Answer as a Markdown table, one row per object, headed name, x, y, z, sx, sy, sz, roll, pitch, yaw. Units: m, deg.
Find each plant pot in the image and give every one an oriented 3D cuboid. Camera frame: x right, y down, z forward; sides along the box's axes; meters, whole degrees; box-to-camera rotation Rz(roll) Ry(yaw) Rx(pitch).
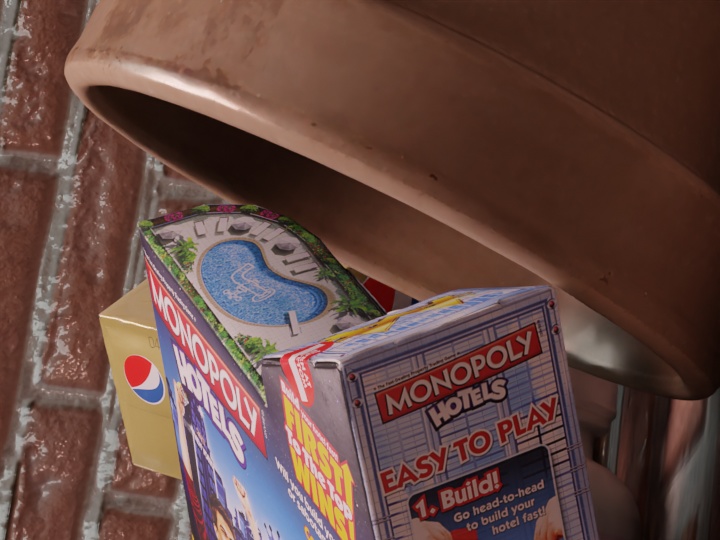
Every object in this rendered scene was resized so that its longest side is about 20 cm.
| name | x | y | z | sx | sy | sz | roll | pitch | yaw |
| --- | --- | --- | --- | --- | --- | --- | --- | --- | --- |
| plant pot | 0.042 | -0.085 | 0.736 | 0.200 | 0.199 | 0.176 | 115 | 180 | -85 |

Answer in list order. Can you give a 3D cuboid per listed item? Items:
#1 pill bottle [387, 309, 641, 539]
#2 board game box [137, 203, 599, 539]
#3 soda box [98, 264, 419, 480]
| name | x | y | z | sx | sy | sz | roll | pitch | yaw |
| --- | --- | --- | --- | --- | --- | --- | --- | --- | --- |
| pill bottle | 0.033 | 0.118 | 0.882 | 0.112 | 0.111 | 0.201 | 108 | 170 | -81 |
| board game box | 0.008 | 0.067 | 0.726 | 0.200 | 0.061 | 0.201 | -130 | 28 | -48 |
| soda box | 0.000 | 0.000 | 0.958 | 0.200 | 0.067 | 0.064 | -39 | -50 | -40 |
